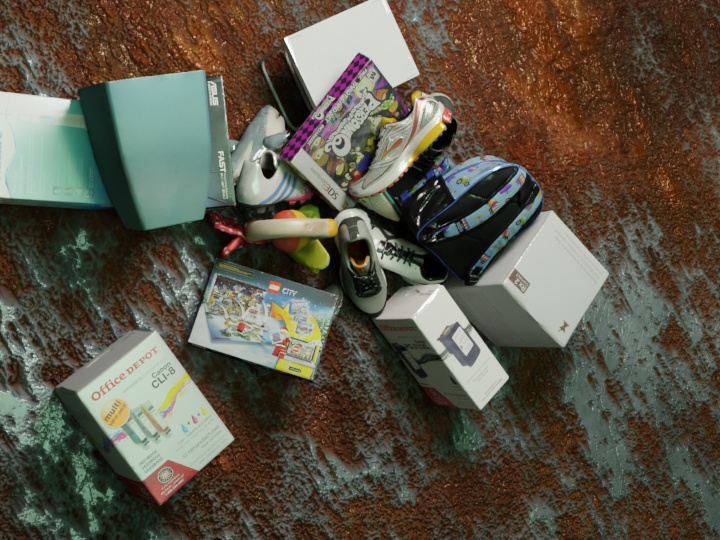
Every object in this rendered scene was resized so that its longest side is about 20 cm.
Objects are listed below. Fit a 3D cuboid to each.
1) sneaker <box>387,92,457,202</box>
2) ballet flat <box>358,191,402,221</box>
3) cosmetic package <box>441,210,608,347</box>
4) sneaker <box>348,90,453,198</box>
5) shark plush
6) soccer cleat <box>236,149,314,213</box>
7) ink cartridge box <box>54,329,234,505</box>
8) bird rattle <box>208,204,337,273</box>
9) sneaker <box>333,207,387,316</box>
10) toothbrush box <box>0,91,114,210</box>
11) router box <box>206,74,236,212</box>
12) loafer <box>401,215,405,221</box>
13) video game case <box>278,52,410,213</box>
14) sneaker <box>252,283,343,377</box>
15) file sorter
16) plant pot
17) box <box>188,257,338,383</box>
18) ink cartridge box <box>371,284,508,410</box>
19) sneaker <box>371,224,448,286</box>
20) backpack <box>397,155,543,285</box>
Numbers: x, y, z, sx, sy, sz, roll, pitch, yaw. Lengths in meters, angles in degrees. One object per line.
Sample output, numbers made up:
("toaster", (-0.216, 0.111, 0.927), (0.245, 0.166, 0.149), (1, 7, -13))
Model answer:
("sneaker", (0.094, -0.187, 1.717), (0.074, 0.106, 0.201), (20, 114, -13))
("ballet flat", (-0.008, -0.154, 1.737), (0.062, 0.067, 0.201), (-35, 100, 1))
("cosmetic package", (0.277, 0.019, 1.794), (0.165, 0.200, 0.165), (43, 69, -20))
("sneaker", (0.050, -0.193, 1.625), (0.082, 0.078, 0.200), (41, 99, -8))
("shark plush", (-0.192, -0.176, 1.647), (0.200, 0.091, 0.083), (-42, 81, -9))
("soccer cleat", (-0.122, -0.144, 1.610), (0.200, 0.069, 0.087), (-28, 127, -62))
("ink cartridge box", (-0.310, 0.204, 1.495), (0.145, 0.144, 0.201), (-40, 104, -24))
("bird rattle", (-0.125, -0.066, 1.606), (0.199, 0.163, 0.114), (9, 80, -32))
("sneaker", (0.000, 0.000, 1.681), (0.073, 0.080, 0.201), (-15, 127, 1))
("toothbrush box", (-0.445, -0.166, 1.477), (0.198, 0.085, 0.148), (1, 87, -29))
("router box", (-0.268, -0.183, 1.559), (0.148, 0.062, 0.202), (-7, 89, -8))
("loafer", (0.156, -0.123, 1.819), (0.199, 0.068, 0.071), (-11, 61, -23))
("video game case", (-0.014, -0.206, 1.625), (0.200, 0.036, 0.181), (-52, 143, -4))
("sneaker", (-0.108, 0.077, 1.656), (0.200, 0.076, 0.091), (-42, 98, -27))
("file sorter", (-0.038, -0.329, 1.686), (0.199, 0.124, 0.140), (-30, 100, -27))
("plant pot", (-0.288, -0.162, 1.443), (0.140, 0.141, 0.202), (-13, 101, -28))
("box", (-0.146, 0.077, 1.600), (0.198, 0.038, 0.138), (17, 76, 3))
("ink cartridge box", (0.130, 0.127, 1.738), (0.084, 0.144, 0.201), (-43, 107, -23))
("sneaker", (0.063, -0.029, 1.750), (0.199, 0.080, 0.074), (20, 80, -24))
("backpack", (0.185, -0.105, 1.694), (0.200, 0.135, 0.182), (-41, 134, 12))
